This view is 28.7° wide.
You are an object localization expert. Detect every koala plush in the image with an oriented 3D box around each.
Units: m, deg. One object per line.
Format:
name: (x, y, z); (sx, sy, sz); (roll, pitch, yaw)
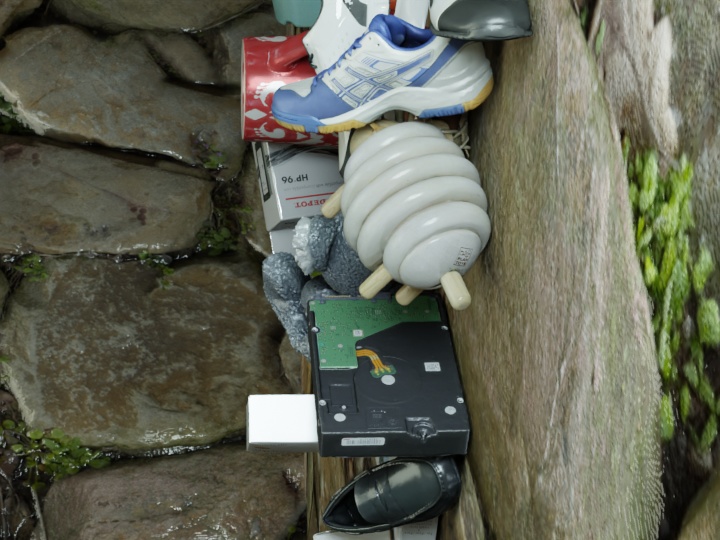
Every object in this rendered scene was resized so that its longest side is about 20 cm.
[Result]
koala plush: (0.000, 0.000, 1.476); (0.201, 0.176, 0.185); (98, 156, -48)

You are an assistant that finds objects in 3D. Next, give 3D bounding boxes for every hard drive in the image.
hard drive: (0.022, 0.097, 1.341); (0.201, 0.138, 0.038); (-100, 11, -51)

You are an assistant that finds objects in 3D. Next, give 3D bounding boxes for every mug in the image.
mug: (-0.026, -0.209, 1.480); (0.134, 0.198, 0.179); (-99, 10, -55)

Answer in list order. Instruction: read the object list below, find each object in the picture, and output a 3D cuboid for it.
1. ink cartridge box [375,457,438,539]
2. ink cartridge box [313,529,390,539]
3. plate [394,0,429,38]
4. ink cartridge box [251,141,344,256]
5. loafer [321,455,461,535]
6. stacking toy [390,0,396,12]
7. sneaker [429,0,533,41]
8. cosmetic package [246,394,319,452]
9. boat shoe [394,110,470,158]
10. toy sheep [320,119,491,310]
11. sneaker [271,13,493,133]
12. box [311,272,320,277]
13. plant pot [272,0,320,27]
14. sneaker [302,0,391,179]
ink cartridge box: (0.048, 0.257, 1.542); (0.200, 0.044, 0.178); (-102, 14, -62)
ink cartridge box: (0.008, 0.377, 1.529); (0.200, 0.085, 0.149); (77, -178, -60)
plate: (0.054, -0.271, 1.292); (0.200, 0.032, 0.202); (100, 180, -77)
ink cartridge box: (-0.054, -0.113, 1.577); (0.068, 0.115, 0.202); (151, 109, -71)
loafer: (0.029, 0.222, 1.372); (0.200, 0.070, 0.069); (-35, 74, 54)
stacking toy: (0.037, -0.327, 1.491); (0.200, 0.084, 0.086); (91, 176, -64)
sneaker: (0.085, -0.228, 1.051); (0.200, 0.073, 0.089); (-104, 13, -63)
cosmetic package: (-0.012, 0.150, 1.374); (0.083, 0.198, 0.051); (112, 158, -74)
boat shoe: (0.070, -0.121, 1.267); (0.072, 0.075, 0.201); (47, 140, 28)
toy sheep: (0.045, -0.047, 1.185); (0.201, 0.137, 0.138); (62, 161, 26)
sneaker: (0.011, -0.172, 1.178); (0.075, 0.198, 0.089); (-64, -39, -55)
box: (-0.012, -0.073, 1.757); (0.200, 0.111, 0.102); (106, 162, -64)
plant pot: (-0.044, -0.417, 1.759); (0.200, 0.198, 0.198); (-107, 9, -68)
sneaker: (-0.014, -0.182, 1.275); (0.074, 0.079, 0.202); (-107, 19, -80)
